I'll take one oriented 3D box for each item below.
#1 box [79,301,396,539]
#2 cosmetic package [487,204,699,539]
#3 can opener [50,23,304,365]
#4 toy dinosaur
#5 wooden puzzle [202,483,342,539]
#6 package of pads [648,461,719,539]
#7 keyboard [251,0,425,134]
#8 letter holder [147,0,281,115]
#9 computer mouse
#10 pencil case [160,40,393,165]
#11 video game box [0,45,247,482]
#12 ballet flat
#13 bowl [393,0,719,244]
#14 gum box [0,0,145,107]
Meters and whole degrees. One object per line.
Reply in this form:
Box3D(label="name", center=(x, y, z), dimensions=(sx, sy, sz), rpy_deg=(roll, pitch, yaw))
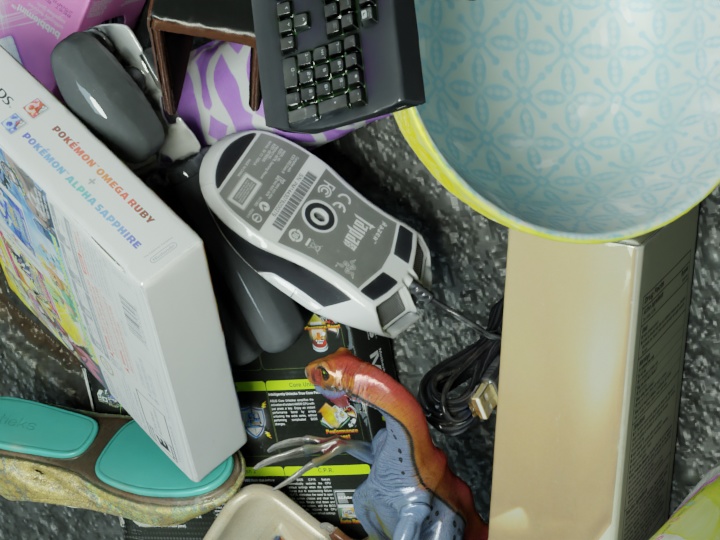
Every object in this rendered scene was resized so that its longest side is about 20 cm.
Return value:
Box3D(label="box", center=(-0.066, 0.097, 1.137), dimensions=(0.199, 0.047, 0.195), rpy_deg=(-5, 102, 31))
Box3D(label="cosmetic package", center=(0.118, 0.060, 0.987), dimensions=(0.071, 0.105, 0.201), rpy_deg=(11, 111, 24))
Box3D(label="can opener", center=(-0.102, -0.035, 1.008), dimensions=(0.053, 0.067, 0.201), rpy_deg=(-20, 104, 34))
Box3D(label="toy dinosaur", center=(0.019, 0.102, 0.996), dimensions=(0.105, 0.199, 0.182), rpy_deg=(47, 140, 29))
Box3D(label="wooden puzzle", center=(-0.025, 0.237, 1.124), dimensions=(0.199, 0.046, 0.186), rpy_deg=(35, 132, 2))
Box3D(label="package of pads", center=(0.206, 0.165, 0.915), dimensions=(0.154, 0.200, 0.068), rpy_deg=(40, 124, 11))
Box3D(label="keyboard", center=(0.002, -0.164, 0.841), dimensions=(0.126, 0.021, 0.201), rpy_deg=(-14, 74, 24))
Box3D(label="letter holder", center=(-0.036, -0.180, 0.956), dimensions=(0.100, 0.142, 0.201), rpy_deg=(10, 74, -1))
Box3D(label="computer mouse", center=(0.000, 0.000, 1.004), dimensions=(0.199, 0.110, 0.044), rpy_deg=(35, 142, -2))
Box3D(label="pencil case", center=(-0.057, -0.098, 1.047), dimensions=(0.199, 0.084, 0.086), rpy_deg=(-18, 70, 31))
Box3D(label="video game box", center=(-0.141, -0.002, 1.027), dimensions=(0.182, 0.047, 0.200), rpy_deg=(40, 157, 26))
Box3D(label="ballet flat", center=(-0.145, 0.119, 1.132), dimensions=(0.199, 0.071, 0.071), rpy_deg=(8, 111, 29))
Box3D(label="bowl", center=(0.085, -0.112, 0.923), dimensions=(0.108, 0.199, 0.201), rpy_deg=(1, 112, 67))
Box3D(label="gum box", center=(-0.223, -0.163, 1.120), dimensions=(0.200, 0.066, 0.114), rpy_deg=(36, 119, 14))
